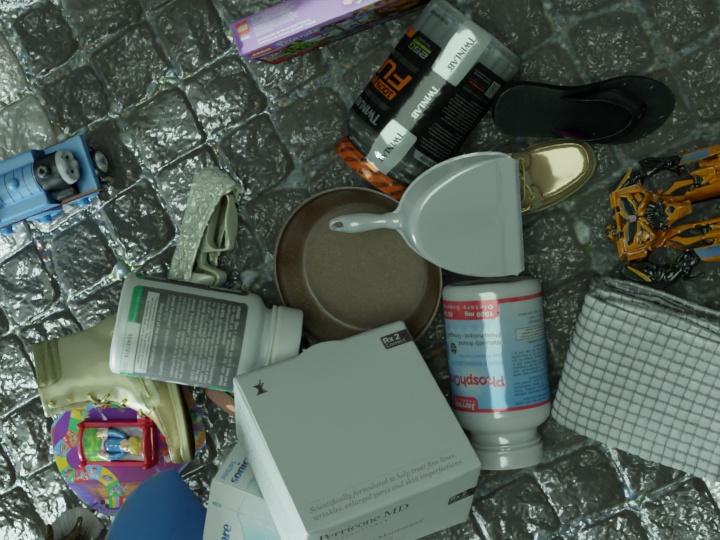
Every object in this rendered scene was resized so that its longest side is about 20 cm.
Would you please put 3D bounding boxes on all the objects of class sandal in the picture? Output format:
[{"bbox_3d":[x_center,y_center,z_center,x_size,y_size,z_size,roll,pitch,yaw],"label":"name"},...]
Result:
[{"bbox_3d":[0.240,-0.162,1.345,0.200,0.048,0.075,-3,120,-9],"label":"sandal"}]

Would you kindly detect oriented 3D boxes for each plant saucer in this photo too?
[{"bbox_3d":[0.000,0.000,1.431,0.200,0.037,0.201,6,108,18],"label":"plant saucer"}]

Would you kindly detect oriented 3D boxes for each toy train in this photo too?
[{"bbox_3d":[-0.395,-0.095,1.484,0.200,0.114,0.087,-19,91,13],"label":"toy train"}]

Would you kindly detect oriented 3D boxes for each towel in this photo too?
[{"bbox_3d":[0.318,0.109,1.345,0.200,0.086,0.166,18,114,12],"label":"towel"}]

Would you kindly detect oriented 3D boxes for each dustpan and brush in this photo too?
[{"bbox_3d":[0.067,-0.053,1.350,0.200,0.057,0.140,-8,113,-3],"label":"dustpan and brush"}]

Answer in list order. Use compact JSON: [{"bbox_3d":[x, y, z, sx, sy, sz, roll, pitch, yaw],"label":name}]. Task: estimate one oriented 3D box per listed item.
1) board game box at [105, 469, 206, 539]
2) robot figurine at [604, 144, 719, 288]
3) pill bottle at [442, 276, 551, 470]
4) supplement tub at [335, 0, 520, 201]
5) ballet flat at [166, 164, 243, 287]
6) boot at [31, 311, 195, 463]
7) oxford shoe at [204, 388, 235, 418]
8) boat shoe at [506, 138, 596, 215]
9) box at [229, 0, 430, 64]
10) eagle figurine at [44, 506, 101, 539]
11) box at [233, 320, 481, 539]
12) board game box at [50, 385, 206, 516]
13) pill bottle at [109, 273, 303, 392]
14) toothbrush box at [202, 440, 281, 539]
[{"bbox_3d":[-0.241,0.321,1.455,0.039,0.200,0.158,8,53,32],"label":"board game box"},{"bbox_3d":[0.348,-0.064,1.329,0.200,0.058,0.145,-15,72,28],"label":"robot figurine"},{"bbox_3d":[0.151,0.110,1.385,0.109,0.109,0.200,-5,93,13],"label":"pill bottle"},{"bbox_3d":[0.069,-0.182,1.372,0.122,0.123,0.200,38,101,7],"label":"supplement tub"},{"bbox_3d":[-0.180,-0.020,1.462,0.072,0.072,0.200,14,99,11],"label":"ballet flat"},{"bbox_3d":[-0.285,0.149,1.465,0.155,0.073,0.200,-20,75,-9],"label":"boot"},{"bbox_3d":[-0.081,0.162,1.462,0.200,0.071,0.074,30,95,7],"label":"oxford shoe"},{"bbox_3d":[0.161,-0.089,1.387,0.200,0.069,0.074,-22,90,13],"label":"boat shoe"},{"bbox_3d":[-0.028,-0.278,1.378,0.200,0.137,0.039,-19,90,14],"label":"box"},{"bbox_3d":[-0.353,0.403,1.527,0.152,0.151,0.200,34,141,47],"label":"eagle figurine"},{"bbox_3d":[-0.008,0.189,1.341,0.199,0.131,0.200,-18,56,-16],"label":"box"},{"bbox_3d":[-0.288,0.202,1.523,0.158,0.039,0.200,44,101,6],"label":"board game box"},{"bbox_3d":[-0.169,0.073,1.406,0.200,0.113,0.113,10,97,-7],"label":"pill bottle"},{"bbox_3d":[-0.072,0.299,1.437,0.200,0.085,0.147,18,124,10],"label":"toothbrush box"}]
